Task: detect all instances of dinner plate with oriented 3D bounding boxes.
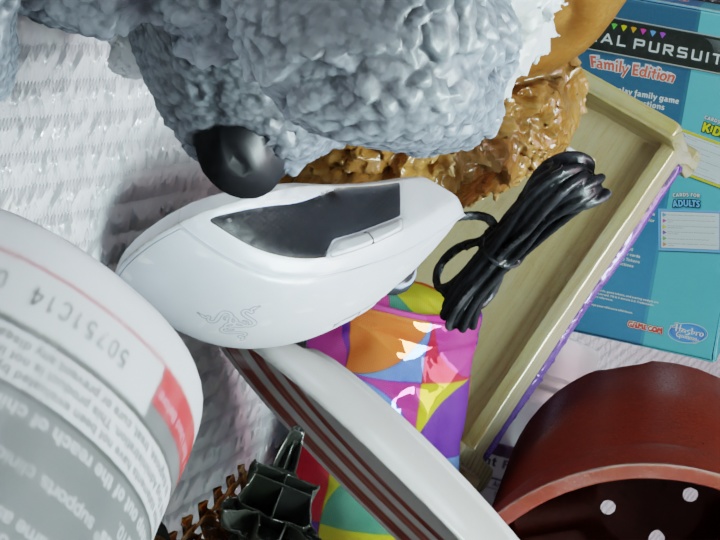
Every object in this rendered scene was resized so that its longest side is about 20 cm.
[{"bbox_3d":[0.019,0.085,0.922,0.024,0.200,0.200,-43,158,-8],"label":"dinner plate"}]

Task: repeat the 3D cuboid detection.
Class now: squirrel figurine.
[{"bbox_3d":[0.023,-0.089,0.907,0.187,0.141,0.200,-48,145,-51],"label":"squirrel figurine"}]

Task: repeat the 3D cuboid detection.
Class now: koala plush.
[{"bbox_3d":[-0.027,-0.094,0.645,0.200,0.177,0.184,49,45,-68],"label":"koala plush"}]

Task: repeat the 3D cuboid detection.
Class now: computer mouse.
[{"bbox_3d":[0.000,0.000,0.868,0.200,0.044,0.110,-8,159,-40],"label":"computer mouse"}]

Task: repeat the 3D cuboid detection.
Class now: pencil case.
[{"bbox_3d":[-0.002,0.101,1.076,0.088,0.088,0.200,-24,127,-72],"label":"pencil case"}]

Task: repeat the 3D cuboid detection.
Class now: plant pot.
[{"bbox_3d":[0.136,0.145,1.126,0.195,0.200,0.201,-69,167,-70],"label":"plant pot"}]

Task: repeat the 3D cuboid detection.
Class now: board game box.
[{"bbox_3d":[0.149,-0.062,1.366,0.047,0.151,0.200,-41,142,-68],"label":"board game box"}]

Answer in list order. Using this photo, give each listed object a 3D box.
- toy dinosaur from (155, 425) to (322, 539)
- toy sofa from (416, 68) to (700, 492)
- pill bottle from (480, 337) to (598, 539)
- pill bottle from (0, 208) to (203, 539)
[{"bbox_3d":[-0.081,0.108,0.810,0.200,0.102,0.136,-89,-161,-63],"label":"toy dinosaur"},{"bbox_3d":[0.078,0.003,1.165,0.200,0.083,0.098,-56,158,-6],"label":"toy sofa"},{"bbox_3d":[0.065,0.130,1.287,0.112,0.112,0.200,46,58,-73],"label":"pill bottle"},{"bbox_3d":[-0.120,0.091,0.539,0.114,0.114,0.200,82,25,-54],"label":"pill bottle"}]
